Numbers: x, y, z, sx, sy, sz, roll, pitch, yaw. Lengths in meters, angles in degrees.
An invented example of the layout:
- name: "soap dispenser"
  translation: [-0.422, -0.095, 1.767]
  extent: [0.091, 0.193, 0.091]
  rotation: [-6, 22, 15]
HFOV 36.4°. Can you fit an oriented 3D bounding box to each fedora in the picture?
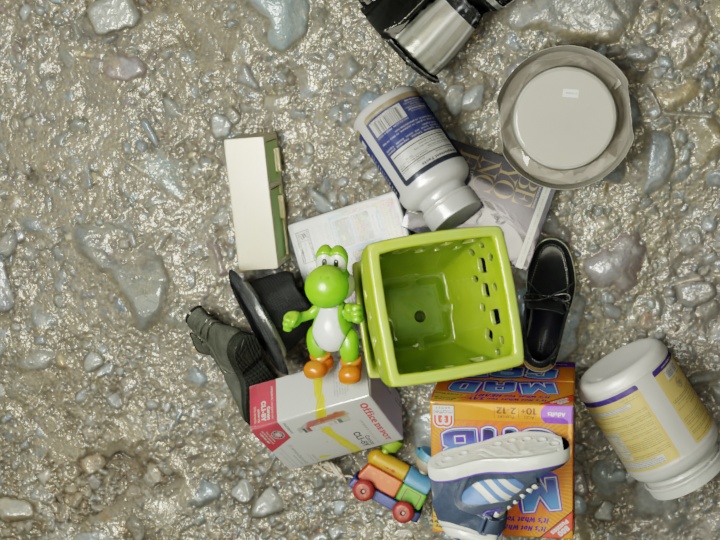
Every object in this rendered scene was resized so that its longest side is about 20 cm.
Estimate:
- name: "fedora"
  translation: [-0.124, 0.062, 1.666]
  extent: [0.092, 0.201, 0.201]
  rotation: [-28, 96, -9]

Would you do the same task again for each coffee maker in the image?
- name: "coffee maker"
  translation: [0.107, -0.397, 1.526]
  extent: [0.192, 0.135, 0.200]
  rotation: [46, 106, 0]

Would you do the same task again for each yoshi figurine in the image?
- name: "yoshi figurine"
  translation: [-0.046, 0.066, 1.556]
  extent: [0.112, 0.112, 0.200]
  rotation: [-12, 112, -25]

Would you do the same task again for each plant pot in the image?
- name: "plant pot"
  translation: [0.096, 0.055, 1.546]
  extent: [0.199, 0.181, 0.200]
  rotation: [-8, 85, -15]

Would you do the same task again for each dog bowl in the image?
- name: "dog bowl"
  translation: [0.290, -0.217, 1.560]
  extent: [0.200, 0.059, 0.200]
  rotation: [1, 98, 9]

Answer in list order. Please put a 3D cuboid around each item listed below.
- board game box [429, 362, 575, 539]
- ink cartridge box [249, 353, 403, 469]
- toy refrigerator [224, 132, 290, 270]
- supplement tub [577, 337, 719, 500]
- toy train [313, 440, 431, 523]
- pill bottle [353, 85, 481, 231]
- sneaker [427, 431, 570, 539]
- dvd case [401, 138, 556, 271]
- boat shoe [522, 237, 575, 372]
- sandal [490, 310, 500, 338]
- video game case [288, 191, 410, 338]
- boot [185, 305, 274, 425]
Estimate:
- name: "board game box"
  translation: [0.215, 0.256, 1.615]
  extent: [0.199, 0.200, 0.200]
  rotation: [0, 102, 11]
- name: "ink cartridge box"
  translation: [-0.051, 0.219, 1.687]
  extent: [0.200, 0.084, 0.145]
  rotation: [-18, 138, 15]
- name: "toy refrigerator"
  translation: [-0.154, -0.107, 1.676]
  extent: [0.070, 0.076, 0.200]
  rotation: [-3, 101, 13]
- name: "supplement tub"
  translation: [0.424, 0.215, 1.590]
  extent: [0.145, 0.145, 0.200]
  rotation: [-32, 94, 16]
- name: "toy train"
  translation: [0.025, 0.302, 1.731]
  extent: [0.200, 0.085, 0.116]
  rotation: [28, 96, 5]
- name: "pill bottle"
  translation: [0.085, -0.155, 1.572]
  extent: [0.111, 0.111, 0.200]
  rotation: [-36, 77, 17]
- name: "sneaker"
  translation: [0.197, 0.307, 1.491]
  extent: [0.200, 0.081, 0.147]
  rotation: [-12, 108, 11]
- name: "dvd case"
  translation: [0.178, -0.102, 1.623]
  extent: [0.200, 0.016, 0.149]
  rotation: [20, 93, 7]
- name: "boat shoe"
  translation: [0.275, 0.049, 1.610]
  extent: [0.074, 0.062, 0.200]
  rotation: [9, 84, 10]
- name: "sandal"
  translation: [0.153, 0.068, 1.671]
  extent: [0.200, 0.048, 0.075]
  rotation: [27, 105, 19]
- name: "video game case"
  translation: [0.000, 0.000, 1.678]
  extent: [0.182, 0.024, 0.200]
  rotation: [-17, 88, 15]
- name: "boot"
  translation: [-0.209, 0.147, 1.749]
  extent: [0.131, 0.068, 0.200]
  rotation: [27, 141, 36]
